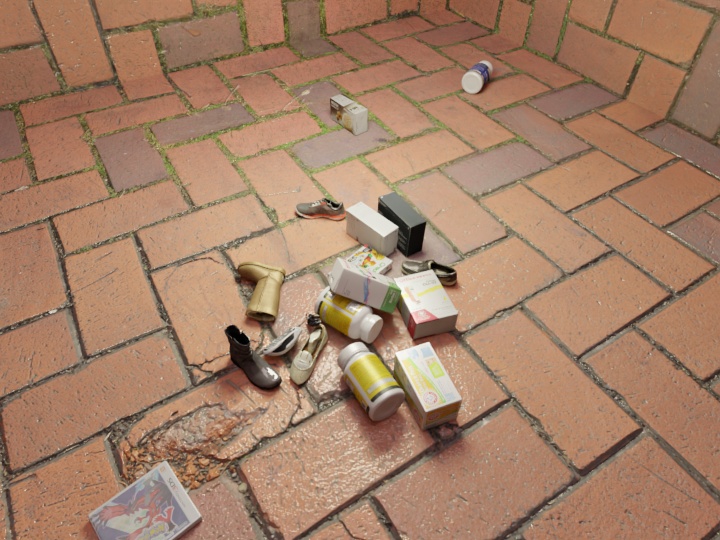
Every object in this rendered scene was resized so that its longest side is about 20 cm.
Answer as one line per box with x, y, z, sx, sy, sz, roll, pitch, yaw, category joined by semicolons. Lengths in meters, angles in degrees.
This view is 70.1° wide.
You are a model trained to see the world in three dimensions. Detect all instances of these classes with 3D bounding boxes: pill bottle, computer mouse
-0.035;0.138;1.573;0.199;0.113;0.112;29;52;25;pill bottle
0.023;0.301;1.414;0.114;0.115;0.200;-23;51;-22;pill bottle
0.625;-1.031;2.726;0.115;0.116;0.200;23;50;20;pill bottle
-0.204;0.200;1.543;0.200;0.044;0.109;-38;14;-21;computer mouse

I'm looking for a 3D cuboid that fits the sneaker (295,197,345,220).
-0.153;-0.251;1.971;0.198;0.082;0.077;4;45;3;sneaker

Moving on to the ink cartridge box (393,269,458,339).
0.200;0.105;1.629;0.144;0.084;0.201;-12;47;-13;ink cartridge box

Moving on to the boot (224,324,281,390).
-0.310;0.246;1.448;0.199;0.132;0.070;27;50;23;boot

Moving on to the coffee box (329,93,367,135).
-0.056;-0.741;2.430;0.079;0.115;0.200;-29;53;-26;coffee box

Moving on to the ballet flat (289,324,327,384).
-0.155;0.239;1.507;0.067;0.063;0.201;14;47;13;ballet flat

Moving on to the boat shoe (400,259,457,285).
0.235;-0.007;1.753;0.198;0.065;0.073;13;48;13;boat shoe

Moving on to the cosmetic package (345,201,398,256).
0.040;-0.146;1.854;0.081;0.113;0.200;-31;52;-28;cosmetic package

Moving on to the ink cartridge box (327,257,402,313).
0.010;0.045;1.588;0.199;0.085;0.145;21;9;-15;ink cartridge box

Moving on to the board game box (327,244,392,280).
0.000;0.000;1.762;0.126;0.035;0.200;32;53;26;board game box

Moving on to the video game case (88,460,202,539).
-0.502;0.576;1.199;0.199;0.023;0.182;-33;54;-28;video game case

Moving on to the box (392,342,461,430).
0.179;0.316;1.410;0.112;0.102;0.201;-15;48;-16;box

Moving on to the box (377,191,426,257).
0.144;-0.169;1.857;0.078;0.142;0.200;-24;51;-22;box

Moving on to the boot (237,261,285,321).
-0.340;0.066;1.672;0.174;0.066;0.201;5;47;4;boot
